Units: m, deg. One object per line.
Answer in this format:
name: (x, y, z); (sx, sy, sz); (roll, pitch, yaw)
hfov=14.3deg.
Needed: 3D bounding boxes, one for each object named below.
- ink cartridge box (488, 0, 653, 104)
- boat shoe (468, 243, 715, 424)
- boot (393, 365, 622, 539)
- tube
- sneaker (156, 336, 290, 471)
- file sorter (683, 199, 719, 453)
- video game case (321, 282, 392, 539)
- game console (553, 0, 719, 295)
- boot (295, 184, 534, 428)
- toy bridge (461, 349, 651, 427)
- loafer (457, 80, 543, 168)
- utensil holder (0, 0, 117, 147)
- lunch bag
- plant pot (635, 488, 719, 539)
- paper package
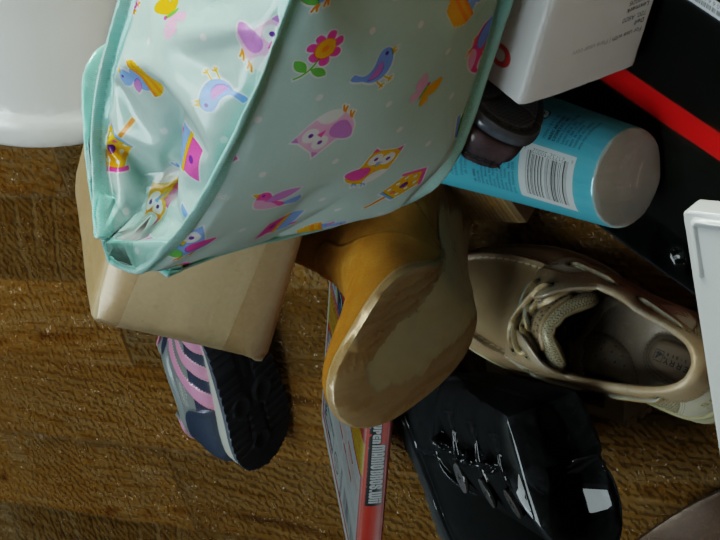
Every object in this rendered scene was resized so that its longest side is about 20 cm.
ink cartridge box: (0.078, -0.202, 1.350); (0.145, 0.084, 0.201); (42, 136, 30)
boat shoe: (0.111, 0.026, 1.498); (0.199, 0.064, 0.072); (16, 89, 38)
boot: (0.095, 0.126, 1.552); (0.165, 0.066, 0.200); (56, 164, -15)
tube: (0.064, -0.070, 1.469); (0.199, 0.050, 0.078); (21, 93, 43)
sneaker: (-0.102, 0.030, 1.787); (0.082, 0.070, 0.201); (20, 128, 39)
file sorter: (0.247, 0.043, 1.294); (0.138, 0.124, 0.201); (7, 121, 35)
video game case: (-0.001, 0.058, 1.657); (0.143, 0.017, 0.201); (-103, 12, -49)
game console: (0.163, -0.077, 1.416); (0.200, 0.031, 0.178); (37, 135, 28)
boot: (0.000, -0.001, 1.530); (0.143, 0.202, 0.071); (6, 140, 43)
toy bridge: (0.083, 0.039, 1.597); (0.200, 0.027, 0.068); (29, 137, 38)
loafer: (0.038, -0.108, 1.446); (0.063, 0.072, 0.201); (-52, 35, 25)
utensil holder: (-0.183, -0.200, 1.634); (0.170, 0.170, 0.201); (30, 134, 35)
lunch bag: (-0.031, -0.093, 1.316); (0.122, 0.170, 0.201); (43, 130, 29)
plant pot: (0.209, 0.245, 1.484); (0.200, 0.187, 0.187); (48, 147, -9)
paper package: (-0.080, -0.084, 1.527); (0.191, 0.103, 0.201); (-107, 31, -62)
